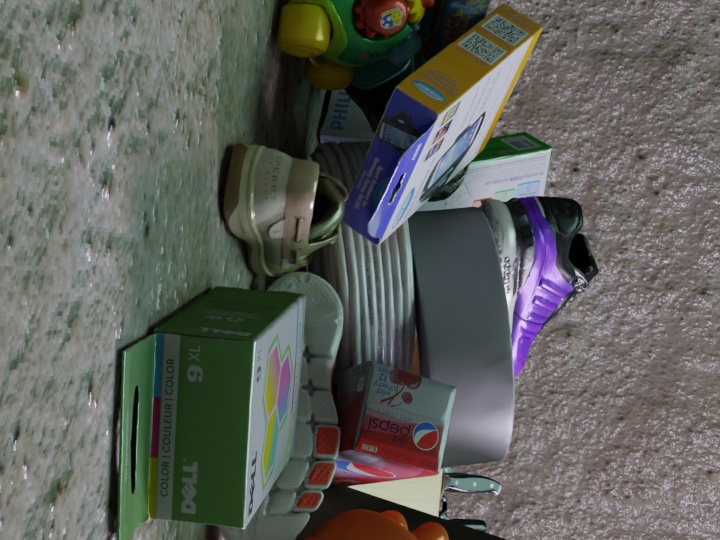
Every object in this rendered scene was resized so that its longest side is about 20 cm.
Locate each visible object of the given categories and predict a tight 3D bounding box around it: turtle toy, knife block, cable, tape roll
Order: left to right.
[{"bbox_3d":[0.000,0.000,1.189,0.200,0.068,0.202,-112,-163,-68],"label":"cable"},{"bbox_3d":[0.001,-0.214,1.076,0.200,0.100,0.147,41,54,-74],"label":"turtle toy"},{"bbox_3d":[0.035,0.201,1.356,0.200,0.173,0.065,31,64,-81],"label":"knife block"},{"bbox_3d":[0.069,0.052,1.205,0.200,0.065,0.203,175,-90,-85],"label":"tape roll"}]

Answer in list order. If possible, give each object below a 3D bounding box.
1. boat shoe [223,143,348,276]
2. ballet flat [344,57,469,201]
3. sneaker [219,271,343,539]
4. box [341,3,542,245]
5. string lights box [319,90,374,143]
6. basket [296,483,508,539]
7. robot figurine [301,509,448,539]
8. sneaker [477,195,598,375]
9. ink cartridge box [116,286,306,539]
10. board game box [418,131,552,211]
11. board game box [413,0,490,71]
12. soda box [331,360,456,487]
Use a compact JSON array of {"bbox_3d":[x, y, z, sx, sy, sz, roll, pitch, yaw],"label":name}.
[{"bbox_3d":[-0.042,-0.036,1.026,0.200,0.064,0.073,61,35,-77],"label":"boat shoe"},{"bbox_3d":[0.024,-0.139,1.237,0.202,0.072,0.072,63,-3,19],"label":"ballet flat"},{"bbox_3d":[-0.050,0.105,1.051,0.082,0.076,0.202,106,-2,-64],"label":"sneaker"},{"bbox_3d":[0.053,-0.101,1.078,0.200,0.041,0.120,-40,160,-49],"label":"box"},{"bbox_3d":[0.006,-0.087,1.368,0.201,0.058,0.104,85,14,-52],"label":"string lights box"},{"bbox_3d":[0.033,0.261,1.201,0.182,0.199,0.136,-64,177,-1],"label":"basket"},{"bbox_3d":[-0.019,0.231,0.986,0.199,0.144,0.117,-29,155,-39],"label":"robot figurine"},{"bbox_3d":[0.147,0.016,1.254,0.201,0.098,0.070,90,-16,-49],"label":"sneaker"},{"bbox_3d":[-0.078,0.077,0.851,0.200,0.059,0.105,-45,140,-78],"label":"ink cartridge box"},{"bbox_3d":[0.088,-0.015,1.368,0.040,0.152,0.202,37,-52,45],"label":"board game box"},{"bbox_3d":[0.070,-0.236,1.141,0.201,0.034,0.137,105,-16,-59],"label":"board game box"},{"bbox_3d":[-0.004,0.115,1.106,0.200,0.069,0.064,151,-46,-68],"label":"soda box"}]
